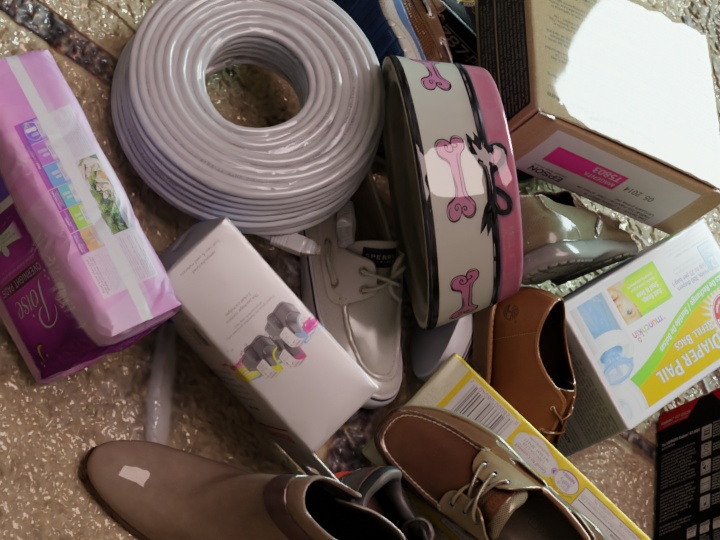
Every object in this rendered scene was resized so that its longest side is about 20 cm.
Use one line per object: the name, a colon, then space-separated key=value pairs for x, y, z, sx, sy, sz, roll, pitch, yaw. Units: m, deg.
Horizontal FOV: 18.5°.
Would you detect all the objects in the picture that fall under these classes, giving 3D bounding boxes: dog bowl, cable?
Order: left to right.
cable: x=-0.080 y=-0.122 z=1.604 sx=0.199 sy=0.069 sz=0.201 roll=13 pitch=62 yaw=-8
dog bowl: x=0.066 y=-0.060 z=1.600 sx=0.073 sy=0.200 sz=0.201 roll=-8 pitch=72 yaw=-5

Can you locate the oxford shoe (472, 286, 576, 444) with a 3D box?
oxford shoe: x=0.127 y=0.112 z=1.657 sx=0.071 sy=0.071 sz=0.202 roll=-18 pitch=108 yaw=-55

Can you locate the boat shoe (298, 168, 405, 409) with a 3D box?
boat shoe: x=0.000 y=0.000 z=1.644 sx=0.071 sy=0.070 sz=0.201 roll=2 pitch=69 yaw=-36

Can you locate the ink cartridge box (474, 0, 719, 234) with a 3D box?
ink cartridge box: x=0.188 y=-0.140 z=1.741 sx=0.199 sy=0.075 sz=0.166 roll=22 pitch=52 yaw=-30

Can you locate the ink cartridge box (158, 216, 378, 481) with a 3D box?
ink cartridge box: x=-0.061 y=0.059 z=1.532 sx=0.068 sy=0.115 sz=0.200 roll=-43 pitch=100 yaw=-11

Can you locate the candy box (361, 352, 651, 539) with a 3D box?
candy box: x=0.106 y=0.165 z=1.616 sx=0.200 sy=0.026 sz=0.102 roll=44 pitch=88 yaw=6

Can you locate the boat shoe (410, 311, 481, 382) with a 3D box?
boat shoe: x=0.094 y=0.014 z=1.717 sx=0.066 sy=0.070 sz=0.201 roll=33 pitch=46 yaw=-19

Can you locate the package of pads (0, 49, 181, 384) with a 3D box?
package of pads: x=-0.211 y=-0.033 z=1.464 sx=0.075 sy=0.120 sz=0.201 roll=-26 pitch=87 yaw=-38

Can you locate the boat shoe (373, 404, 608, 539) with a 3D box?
boat shoe: x=0.098 y=0.161 z=1.566 sx=0.199 sy=0.072 sz=0.076 roll=33 pitch=88 yaw=5

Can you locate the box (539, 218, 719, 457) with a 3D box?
box: x=0.212 y=0.055 z=1.761 sx=0.200 sy=0.101 sz=0.113 roll=-29 pitch=89 yaw=-41

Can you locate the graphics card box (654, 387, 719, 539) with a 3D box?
graphics card box: x=0.288 y=0.192 z=1.743 sx=0.051 sy=0.125 sz=0.201 roll=23 pitch=57 yaw=-28

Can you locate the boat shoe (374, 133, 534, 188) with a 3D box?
boat shoe: x=0.076 y=-0.115 z=1.758 sx=0.199 sy=0.068 sz=0.072 roll=8 pitch=67 yaw=-33

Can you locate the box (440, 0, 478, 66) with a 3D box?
box: x=0.126 y=-0.244 z=1.864 sx=0.161 sy=0.049 sz=0.200 roll=45 pitch=50 yaw=-17

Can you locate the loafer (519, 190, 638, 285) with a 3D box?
loafer: x=0.161 y=-0.032 z=1.709 sx=0.070 sy=0.075 sz=0.200 roll=70 pitch=17 yaw=6

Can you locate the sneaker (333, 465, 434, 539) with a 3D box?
sneaker: x=0.030 y=0.230 z=1.556 sx=0.077 sy=0.082 sz=0.201 roll=-17 pitch=81 yaw=-41

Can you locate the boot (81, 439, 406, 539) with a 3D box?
boot: x=-0.069 y=0.156 z=1.469 sx=0.199 sy=0.146 sz=0.071 roll=25 pitch=68 yaw=-26

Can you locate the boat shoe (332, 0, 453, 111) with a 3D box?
boat shoe: x=0.026 y=-0.199 z=1.742 sx=0.072 sy=0.072 sz=0.201 roll=9 pitch=53 yaw=-37
